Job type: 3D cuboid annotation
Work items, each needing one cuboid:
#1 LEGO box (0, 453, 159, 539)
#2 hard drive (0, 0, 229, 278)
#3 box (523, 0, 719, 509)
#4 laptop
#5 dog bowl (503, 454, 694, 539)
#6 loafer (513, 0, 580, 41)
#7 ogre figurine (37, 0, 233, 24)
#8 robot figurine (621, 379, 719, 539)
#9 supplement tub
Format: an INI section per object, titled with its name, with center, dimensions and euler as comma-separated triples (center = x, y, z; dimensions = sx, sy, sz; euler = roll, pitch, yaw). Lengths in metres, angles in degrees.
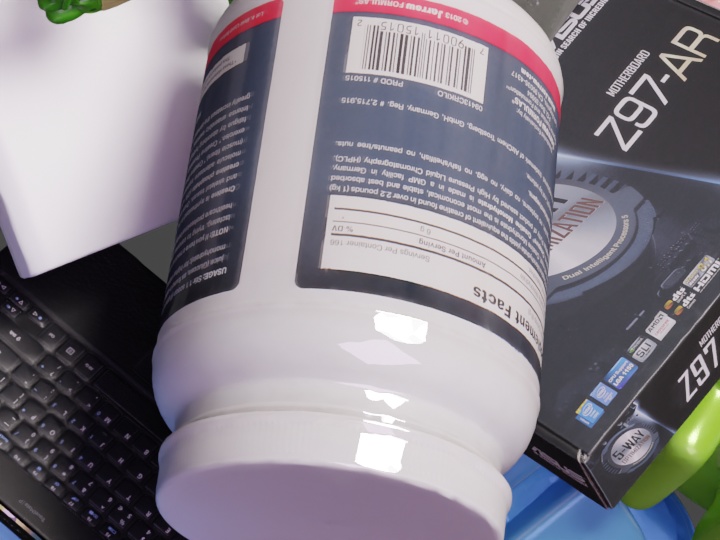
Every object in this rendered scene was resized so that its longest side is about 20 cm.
[LEGO box]
center = -0.156, 0.167, 0.829
dimensions = 0.148, 0.077, 0.201
euler = 6, 99, -17
[hard drive]
center = -0.112, -0.114, 0.786
dimensions = 0.131, 0.026, 0.201
euler = -23, 97, -25
[box]
center = 0.102, -0.022, 0.810
dimensions = 0.200, 0.160, 0.044
euler = -48, 141, -11
[laptop]
center = -0.104, 0.059, 0.737
dimensions = 0.177, 0.103, 0.200
euler = 39, 54, 6
[dog bowl]
center = 0.072, 0.100, 0.895
dimensions = 0.111, 0.050, 0.200
euler = -37, 107, -6
[loafer]
center = 0.075, -0.151, 0.836
dimensions = 0.200, 0.070, 0.075
euler = -46, 120, -7
[ogre figurine]
center = -0.074, -0.160, 0.734
dimensions = 0.199, 0.098, 0.120
euler = -10, 75, -36
[robot figurine]
center = 0.194, 0.036, 0.864
dimensions = 0.175, 0.116, 0.200
euler = 38, 59, 6
[supplement tub]
center = 0.000, 0.000, 0.717
dimensions = 0.140, 0.140, 0.201
euler = 16, 62, -17
